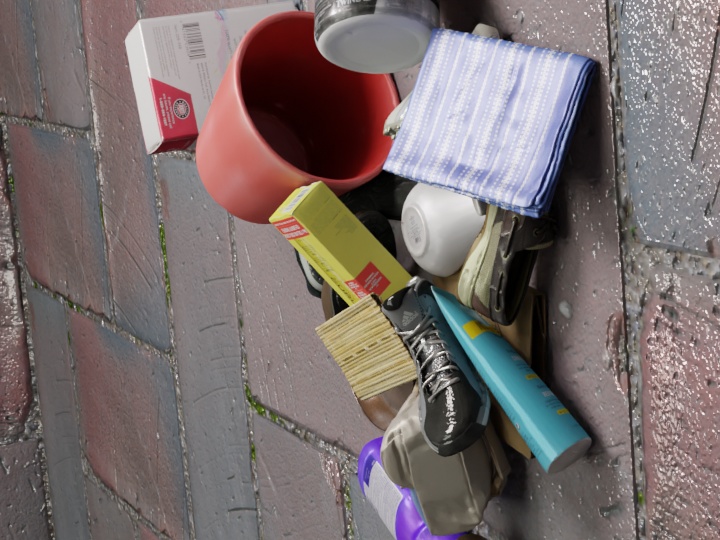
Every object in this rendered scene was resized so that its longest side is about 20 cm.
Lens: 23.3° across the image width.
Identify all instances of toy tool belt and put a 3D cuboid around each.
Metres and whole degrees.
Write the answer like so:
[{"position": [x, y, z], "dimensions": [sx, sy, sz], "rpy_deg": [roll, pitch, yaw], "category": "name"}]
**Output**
[{"position": [0.092, 0.201, 1.746], "dimensions": [0.123, 0.124, 0.202], "rpy_deg": [-76, -32, -66], "category": "toy tool belt"}]

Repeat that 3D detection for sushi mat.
[{"position": [0.009, 0.081, 1.787], "dimensions": [0.096, 0.012, 0.200], "rpy_deg": [59, 159, 1], "category": "sushi mat"}]

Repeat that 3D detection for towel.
[{"position": [0.111, -0.135, 1.545], "dimensions": [0.199, 0.024, 0.146], "rpy_deg": [19, 89, 44], "category": "towel"}]

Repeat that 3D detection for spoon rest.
[{"position": [0.095, -0.053, 1.698], "dimensions": [0.200, 0.060, 0.100], "rpy_deg": [152, 106, -66], "category": "spoon rest"}]

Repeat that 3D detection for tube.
[{"position": [0.135, 0.096, 1.611], "dimensions": [0.201, 0.050, 0.077], "rpy_deg": [53, -172, 24], "category": "tube"}]

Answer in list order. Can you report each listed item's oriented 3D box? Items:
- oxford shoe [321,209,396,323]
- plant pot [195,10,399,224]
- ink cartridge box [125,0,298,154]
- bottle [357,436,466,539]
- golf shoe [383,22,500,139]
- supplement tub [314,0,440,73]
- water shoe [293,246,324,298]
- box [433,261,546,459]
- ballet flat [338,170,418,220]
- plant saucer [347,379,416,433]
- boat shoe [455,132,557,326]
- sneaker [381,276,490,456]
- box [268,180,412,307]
[{"position": [-0.012, 0.006, 1.877], "dimensions": [0.085, 0.072, 0.201], "rpy_deg": [-118, 30, -41], "category": "oxford shoe"}, {"position": [-0.081, -0.147, 1.870], "dimensions": [0.177, 0.199, 0.202], "rpy_deg": [-38, 63, 54], "category": "plant pot"}, {"position": [-0.164, -0.226, 2.057], "dimensions": [0.086, 0.198, 0.149], "rpy_deg": [156, 104, -66], "category": "ink cartridge box"}, {"position": [0.063, 0.262, 1.881], "dimensions": [0.200, 0.065, 0.084], "rpy_deg": [-130, 33, -50], "category": "bottle"}, {"position": [0.087, -0.176, 1.684], "dimensions": [0.200, 0.078, 0.098], "rpy_deg": [-17, 65, 61], "category": "golf shoe"}, {"position": [0.016, -0.303, 1.679], "dimensions": [0.123, 0.121, 0.202], "rpy_deg": [134, 141, -62], "category": "supplement tub"}, {"position": [-0.065, -0.063, 2.052], "dimensions": [0.079, 0.071, 0.202], "rpy_deg": [123, 137, -68], "category": "water shoe"}, {"position": [0.125, 0.075, 1.724], "dimensions": [0.200, 0.021, 0.165], "rpy_deg": [-149, 53, -61], "category": "box"}, {"position": [0.035, -0.083, 1.861], "dimensions": [0.199, 0.056, 0.067], "rpy_deg": [3, 78, 61], "category": "ballet flat"}, {"position": [0.027, 0.080, 1.942], "dimensions": [0.200, 0.032, 0.202], "rpy_deg": [-145, 50, -58], "category": "plant saucer"}, {"position": [0.149, -0.041, 1.581], "dimensions": [0.065, 0.073, 0.201], "rpy_deg": [34, 125, 24], "category": "boat shoe"}, {"position": [0.059, 0.078, 1.630], "dimensions": [0.116, 0.075, 0.201], "rpy_deg": [48, -159, -28], "category": "sneaker"}, {"position": [0.000, 0.000, 1.763], "dimensions": [0.200, 0.050, 0.075], "rpy_deg": [48, 161, -14], "category": "box"}]
